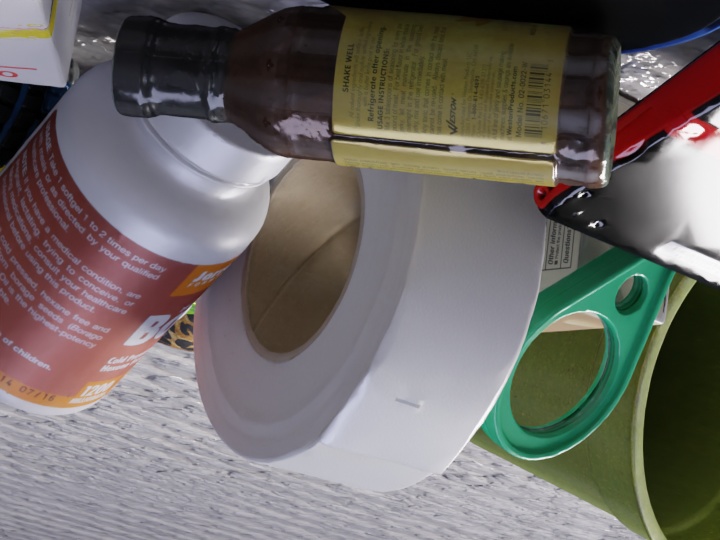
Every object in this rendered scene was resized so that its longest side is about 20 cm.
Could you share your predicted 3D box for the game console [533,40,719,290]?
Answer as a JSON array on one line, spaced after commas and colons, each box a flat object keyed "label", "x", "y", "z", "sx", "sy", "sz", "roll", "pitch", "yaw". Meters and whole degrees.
[{"label": "game console", "x": 0.199, "y": -0.048, "z": 0.977, "sx": 0.200, "sy": 0.031, "sz": 0.177, "roll": 20, "pitch": 139, "yaw": -39}]

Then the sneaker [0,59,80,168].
[{"label": "sneaker", "x": -0.224, "y": -0.106, "z": 1.079, "sx": 0.200, "sy": 0.075, "sz": 0.087, "roll": 12, "pitch": -160, "yaw": -42}]

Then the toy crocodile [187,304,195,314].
[{"label": "toy crocodile", "x": -0.098, "y": -0.017, "z": 1.325, "sx": 0.062, "sy": 0.068, "sz": 0.200, "roll": 16, "pitch": 164, "yaw": -28}]

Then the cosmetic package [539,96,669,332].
[{"label": "cosmetic package", "x": 0.060, "y": -0.023, "z": 1.137, "sx": 0.200, "sy": 0.106, "sz": 0.071, "roll": -4, "pitch": 162, "yaw": 46}]

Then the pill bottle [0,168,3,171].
[{"label": "pill bottle", "x": -0.152, "y": -0.029, "z": 1.222, "sx": 0.199, "sy": 0.110, "sz": 0.109, "roll": 5, "pitch": 166, "yaw": 15}]

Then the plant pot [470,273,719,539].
[{"label": "plant pot", "x": 0.148, "y": 0.058, "z": 1.299, "sx": 0.190, "sy": 0.201, "sz": 0.200, "roll": 13, "pitch": 173, "yaw": 44}]

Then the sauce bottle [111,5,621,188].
[{"label": "sauce bottle", "x": 0.002, "y": -0.073, "z": 0.889, "sx": 0.199, "sy": 0.065, "sz": 0.065, "roll": 7, "pitch": 166, "yaw": 8}]

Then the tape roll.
[{"label": "tape roll", "x": 0.000, "y": 0.000, "z": 1.056, "sx": 0.071, "sy": 0.203, "sz": 0.202, "roll": 17, "pitch": 164, "yaw": -31}]

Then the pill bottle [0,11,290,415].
[{"label": "pill bottle", "x": -0.115, "y": -0.027, "z": 1.075, "sx": 0.112, "sy": 0.112, "sz": 0.200, "roll": 18, "pitch": 134, "yaw": -34}]

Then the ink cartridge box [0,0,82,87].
[{"label": "ink cartridge box", "x": -0.175, "y": -0.130, "z": 0.916, "sx": 0.116, "sy": 0.068, "sz": 0.200, "roll": 8, "pitch": 166, "yaw": 2}]

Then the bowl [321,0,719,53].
[{"label": "bowl", "x": 0.056, "y": -0.129, "z": 0.844, "sx": 0.200, "sy": 0.040, "sz": 0.201, "roll": 7, "pitch": 166, "yaw": 2}]

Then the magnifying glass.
[{"label": "magnifying glass", "x": 0.126, "y": 0.002, "z": 1.038, "sx": 0.022, "sy": 0.200, "sz": 0.080, "roll": 38, "pitch": 177, "yaw": 47}]

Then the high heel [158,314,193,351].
[{"label": "high heel", "x": -0.165, "y": 0.012, "z": 1.461, "sx": 0.142, "sy": 0.072, "sz": 0.200, "roll": 6, "pitch": 176, "yaw": -17}]
